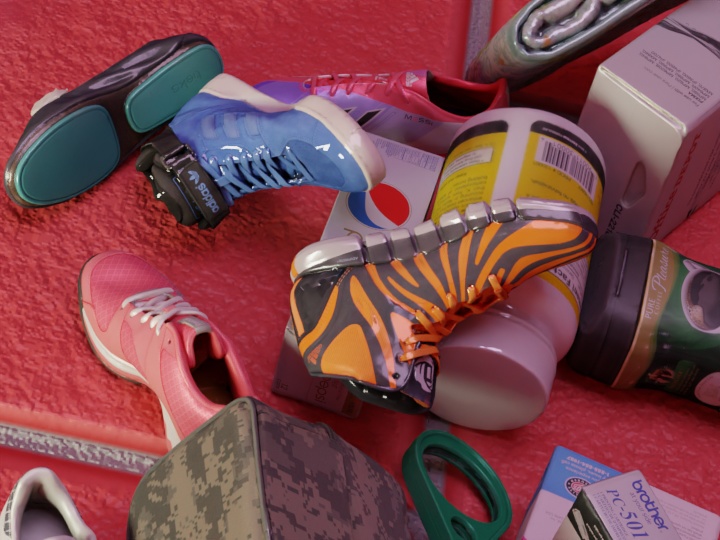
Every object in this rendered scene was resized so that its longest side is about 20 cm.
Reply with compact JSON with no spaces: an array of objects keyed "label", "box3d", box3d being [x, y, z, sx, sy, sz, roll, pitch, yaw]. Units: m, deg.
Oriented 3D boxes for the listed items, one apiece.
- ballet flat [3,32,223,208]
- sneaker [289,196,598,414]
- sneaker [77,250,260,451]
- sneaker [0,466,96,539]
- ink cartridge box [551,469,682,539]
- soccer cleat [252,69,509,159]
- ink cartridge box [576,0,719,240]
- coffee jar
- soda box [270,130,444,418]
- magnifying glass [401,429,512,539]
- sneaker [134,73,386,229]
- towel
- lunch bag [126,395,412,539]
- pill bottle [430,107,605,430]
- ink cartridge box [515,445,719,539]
[{"label":"ballet flat","box3d":[-0.185,-0.109,1.391,0.073,0.073,0.200,40,58,20]},{"label":"sneaker","box3d":[0.055,0.028,1.213,0.199,0.078,0.113,-14,64,16]},{"label":"sneaker","box3d":[-0.112,0.047,1.252,0.073,0.087,0.200,-20,57,-30]},{"label":"sneaker","box3d":[-0.163,0.208,1.103,0.076,0.081,0.201,-11,55,-25]},{"label":"ink cartridge box","box3d":[0.171,0.219,1.081,0.044,0.094,0.201,-13,56,-26]},{"label":"soccer cleat","box3d":[0.012,-0.122,1.441,0.199,0.077,0.067,8,48,-9]},{"label":"ink cartridge box","box3d":[0.241,-0.117,1.452,0.084,0.145,0.200,37,50,19]},{"label":"coffee jar","box3d":[0.243,0.047,1.348,0.199,0.086,0.105,17,54,0]},{"label":"soda box","box3d":[0.000,0.000,1.336,0.063,0.068,0.201,19,47,2]},{"label":"magnifying glass","box3d":[0.059,0.166,1.192,0.079,0.022,0.200,35,24,-16]},{"label":"sneaker","box3d":[-0.075,-0.067,1.327,0.111,0.077,0.199,-44,39,-19]},{"label":"towel","box3d":[0.180,-0.194,1.459,0.199,0.171,0.048,-28,87,-10]},{"label":"lunch bag","box3d":[-0.031,0.196,1.110,0.167,0.139,0.201,23,39,-34]},{"label":"pill bottle","box3d":[0.096,-0.001,1.327,0.114,0.115,0.201,16,54,0]},{"label":"ink cartridge box","box3d":[0.134,0.217,1.181,0.115,0.068,0.200,23,47,4]}]
